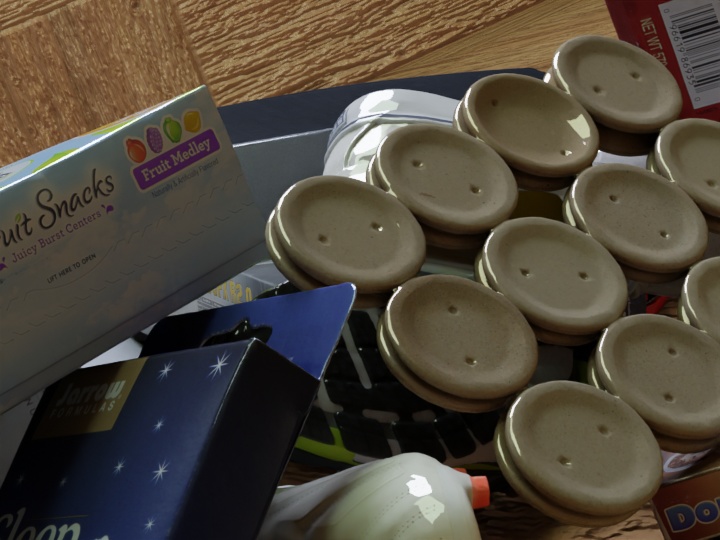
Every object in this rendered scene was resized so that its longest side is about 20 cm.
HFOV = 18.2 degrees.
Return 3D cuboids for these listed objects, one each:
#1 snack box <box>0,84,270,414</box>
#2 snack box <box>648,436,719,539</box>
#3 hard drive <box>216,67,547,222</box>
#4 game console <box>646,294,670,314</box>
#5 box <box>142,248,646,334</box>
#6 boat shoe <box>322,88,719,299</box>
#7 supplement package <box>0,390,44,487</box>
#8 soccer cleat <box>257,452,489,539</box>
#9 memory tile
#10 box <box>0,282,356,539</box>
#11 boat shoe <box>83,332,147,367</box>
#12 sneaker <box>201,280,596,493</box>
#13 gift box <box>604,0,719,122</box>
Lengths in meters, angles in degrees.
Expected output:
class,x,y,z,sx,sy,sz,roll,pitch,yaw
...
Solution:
class,x,y,z,sx,sy,sz,roll,pitch,yaw
snack box,-0.153,0.017,0.751,0.200,0.068,0.168,-15,12,46
snack box,0.146,0.042,0.768,0.072,0.024,0.200,-18,9,18
hard drive,0.014,-0.053,0.960,0.199,0.043,0.135,-9,13,-18
game console,0.038,0.024,0.991,0.176,0.031,0.200,-1,16,21
box,0.000,0.000,0.943,0.158,0.049,0.200,-11,14,-25
boat shoe,0.082,-0.014,0.818,0.199,0.071,0.070,12,41,1
supplement package,-0.184,0.119,0.833,0.199,0.117,0.117,-26,9,-19
soccer cleat,-0.015,0.095,0.694,0.077,0.070,0.200,-6,-5,-18
memory tile,0.076,-0.005,0.733,0.200,0.153,0.017,-30,-26,-42
box,-0.077,0.089,0.659,0.121,0.032,0.201,-12,49,53
boat shoe,-0.112,0.060,0.992,0.072,0.066,0.200,29,16,35
sneaker,0.012,0.053,0.789,0.081,0.074,0.200,-34,-29,32
gift box,0.212,-0.107,0.990,0.199,0.185,0.187,-10,15,30
